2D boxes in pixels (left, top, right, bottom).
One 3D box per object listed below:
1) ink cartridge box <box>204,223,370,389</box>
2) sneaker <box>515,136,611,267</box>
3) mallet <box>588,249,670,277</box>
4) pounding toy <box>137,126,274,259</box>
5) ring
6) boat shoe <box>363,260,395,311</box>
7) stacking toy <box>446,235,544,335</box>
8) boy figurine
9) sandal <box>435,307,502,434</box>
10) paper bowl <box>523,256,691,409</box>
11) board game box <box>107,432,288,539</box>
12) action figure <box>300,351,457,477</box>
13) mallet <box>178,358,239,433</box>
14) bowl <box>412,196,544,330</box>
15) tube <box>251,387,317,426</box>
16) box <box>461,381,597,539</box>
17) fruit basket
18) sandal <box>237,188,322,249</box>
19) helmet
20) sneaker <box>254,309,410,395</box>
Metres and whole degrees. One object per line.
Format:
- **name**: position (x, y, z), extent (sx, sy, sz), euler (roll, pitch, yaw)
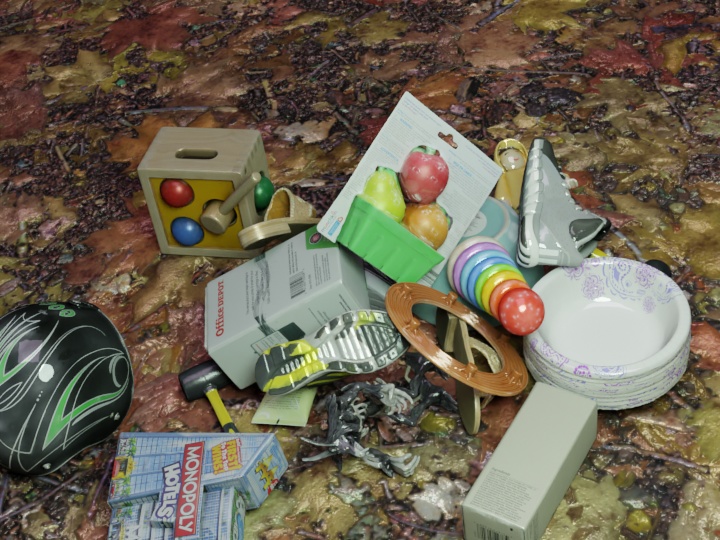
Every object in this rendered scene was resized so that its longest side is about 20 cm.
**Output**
- **ink cartridge box**: position (-0.094, 0.041, 1.571), extent (0.198, 0.083, 0.147), euler (-26, 35, 14)
- **sneaker**: position (0.259, -0.079, 1.563), extent (0.114, 0.075, 0.202), euler (8, 55, 3)
- **mallet**: position (0.312, -0.025, 1.607), extent (0.199, 0.041, 0.066), euler (35, 50, 13)
- **pounding toy**: position (-0.202, -0.107, 1.745), extent (0.198, 0.185, 0.143), euler (4, 43, 14)
- **ring**: position (0.117, 0.075, 1.464), extent (0.199, 0.019, 0.201), euler (28, 22, -12)
- **boat shoe**: position (0.000, 0.000, 1.671), extent (0.071, 0.073, 0.199), euler (-38, 46, -23)
- **stacking toy**: position (0.166, 0.026, 1.479), extent (0.084, 0.086, 0.200), euler (-15, 20, -6)
- **boy figurine**: position (0.246, -0.116, 1.763), extent (0.123, 0.065, 0.201), euler (-16, 43, -5)
- **sandal**: position (0.149, 0.111, 1.520), extent (0.069, 0.078, 0.213), euler (0, 38, -12)
- **paper bowl**: position (0.296, 0.086, 1.493), extent (0.198, 0.105, 0.202), euler (-5, 41, 4)
- **board game box**: position (-0.185, 0.260, 1.405), extent (0.198, 0.062, 0.201), euler (-13, 40, 10)
- **action figure**: position (0.028, 0.173, 1.442), extent (0.199, 0.120, 0.102), euler (-32, 39, -31)
- **mallet**: position (-0.157, 0.182, 1.528), extent (0.065, 0.041, 0.200), euler (-29, 49, -16)
- **bowl**: position (0.145, -0.027, 1.650), extent (0.198, 0.106, 0.202), euler (-5, 42, 5)
- **tube**: position (-0.073, 0.118, 1.576), extent (0.052, 0.058, 0.201), euler (33, 48, -11)
- **box**: position (0.192, 0.223, 1.386), extent (0.081, 0.069, 0.200), euler (18, 48, 28)
- **fruit basket**: position (0.062, -0.090, 1.538), extent (0.201, 0.184, 0.094), euler (-60, 31, -5)
- **sandal**: position (-0.099, -0.077, 1.661), extent (0.077, 0.070, 0.211), euler (-25, -6, 29)
- **helmet**: position (-0.393, 0.143, 1.513), extent (0.199, 0.202, 0.190), euler (23, 33, 32)
- **sneaker**: position (-0.028, 0.094, 1.478), extent (0.198, 0.085, 0.075), euler (-16, 84, 16)
